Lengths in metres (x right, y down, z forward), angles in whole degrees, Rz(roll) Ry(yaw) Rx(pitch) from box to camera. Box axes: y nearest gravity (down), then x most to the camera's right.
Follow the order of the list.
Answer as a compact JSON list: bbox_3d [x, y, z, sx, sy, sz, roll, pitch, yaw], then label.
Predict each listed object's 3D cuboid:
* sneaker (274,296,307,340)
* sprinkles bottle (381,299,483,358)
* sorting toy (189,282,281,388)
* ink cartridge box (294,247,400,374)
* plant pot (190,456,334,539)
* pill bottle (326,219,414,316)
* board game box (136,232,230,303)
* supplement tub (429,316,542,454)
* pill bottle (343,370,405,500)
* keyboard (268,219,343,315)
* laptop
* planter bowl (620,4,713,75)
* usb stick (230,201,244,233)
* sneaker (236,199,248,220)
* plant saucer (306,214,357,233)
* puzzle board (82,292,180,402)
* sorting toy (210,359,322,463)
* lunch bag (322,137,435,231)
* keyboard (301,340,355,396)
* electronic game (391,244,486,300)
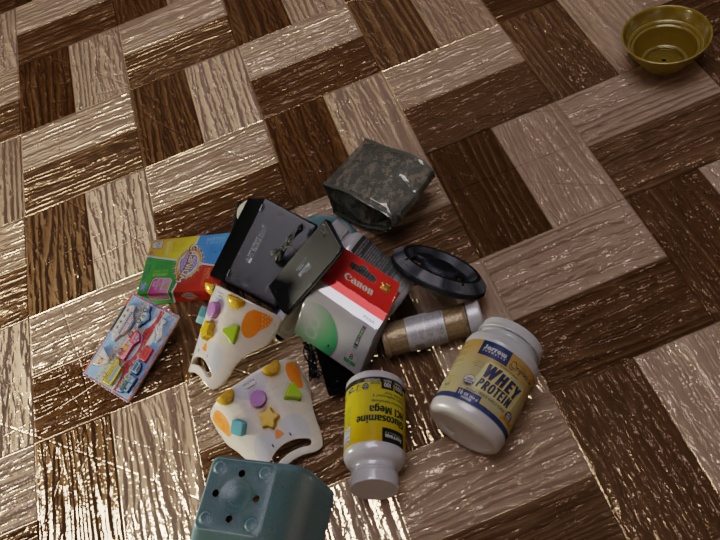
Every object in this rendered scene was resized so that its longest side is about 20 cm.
[{"bbox_3d":[-0.156,0.029,1.723,0.145,0.081,0.202,30,82,33],"label":"sneaker"},{"bbox_3d":[0.137,0.111,1.595,0.195,0.069,0.069,-15,50,4],"label":"sprinkles bottle"},{"bbox_3d":[-0.278,0.135,1.658,0.198,0.106,0.183,19,83,50],"label":"sorting toy"},{"bbox_3d":[-0.028,0.074,1.574,0.159,0.203,0.050,31,33,18],"label":"ink cartridge box"},{"bbox_3d":[-0.175,0.408,1.371,0.191,0.202,0.199,2,56,17],"label":"plant pot"},{"bbox_3d":[0.000,0.000,1.635,0.199,0.114,0.114,41,67,0],"label":"pill bottle"},{"bbox_3d":[-0.384,-0.004,1.851,0.195,0.041,0.156,-5,52,12],"label":"board game box"},{"bbox_3d":[0.223,0.198,1.455,0.142,0.146,0.202,20,61,28],"label":"supplement tub"},{"bbox_3d":[0.026,0.289,1.464,0.109,0.113,0.204,-7,52,10],"label":"pill bottle"},{"bbox_3d":[-0.113,-0.021,1.601,0.200,0.020,0.129,-46,61,29],"label":"keyboard"},{"bbox_3d":[-0.205,-0.041,1.732,0.197,0.116,0.191,26,84,10],"label":"laptop"},{"bbox_3d":[0.693,-0.506,1.897,0.195,0.084,0.204,-7,52,9],"label":"planter bowl"},{"bbox_3d":[-0.272,-0.065,1.855,0.032,0.056,0.204,-5,53,12],"label":"usb stick"},{"bbox_3d":[-0.216,-0.053,1.826,0.074,0.084,0.205,-18,69,36],"label":"sneaker"},{"bbox_3d":[-0.098,-0.048,1.812,0.195,0.028,0.204,-8,53,10],"label":"plant saucer"},{"bbox_3d":[-0.483,0.157,1.747,0.148,0.017,0.203,21,73,29],"label":"puzzle board"},{"bbox_3d":[-0.162,0.284,1.550,0.198,0.107,0.182,-32,71,-10],"label":"sorting toy"},{"bbox_3d":[0.048,-0.177,1.810,0.198,0.119,0.165,24,62,35],"label":"lunch bag"},{"bbox_3d":[-0.067,0.165,1.645,0.101,0.040,0.203,-3,47,-17],"label":"keyboard"},{"bbox_3d":[0.153,0.004,1.623,0.195,0.042,0.201,18,19,-6],"label":"electronic game"}]
